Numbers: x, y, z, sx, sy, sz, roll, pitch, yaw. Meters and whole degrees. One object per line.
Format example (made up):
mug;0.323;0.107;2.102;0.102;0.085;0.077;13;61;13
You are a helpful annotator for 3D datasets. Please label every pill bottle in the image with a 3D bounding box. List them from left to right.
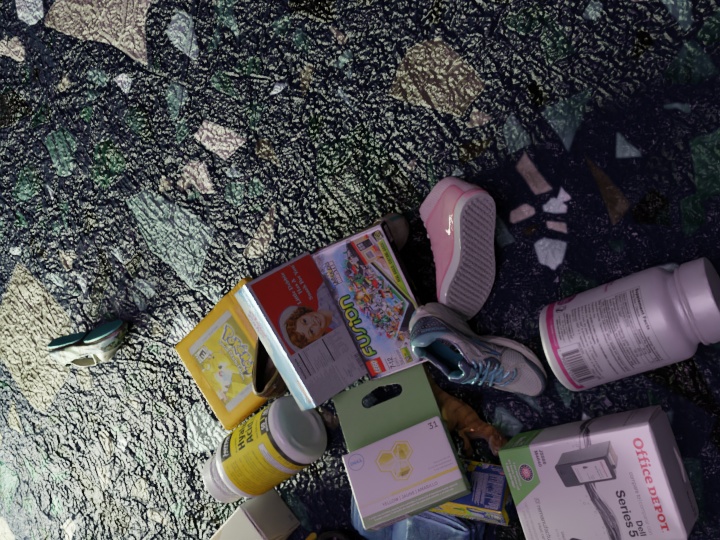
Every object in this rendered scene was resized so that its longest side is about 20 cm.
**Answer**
pill bottle;-0.156;0.288;1.267;0.200;0.111;0.111;-38;77;28
pill bottle;0.325;0.063;0.952;0.200;0.113;0.113;-23;84;30

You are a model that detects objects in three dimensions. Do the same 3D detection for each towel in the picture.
towel;0.077;0.372;1.168;0.200;0.049;0.112;16;115;27

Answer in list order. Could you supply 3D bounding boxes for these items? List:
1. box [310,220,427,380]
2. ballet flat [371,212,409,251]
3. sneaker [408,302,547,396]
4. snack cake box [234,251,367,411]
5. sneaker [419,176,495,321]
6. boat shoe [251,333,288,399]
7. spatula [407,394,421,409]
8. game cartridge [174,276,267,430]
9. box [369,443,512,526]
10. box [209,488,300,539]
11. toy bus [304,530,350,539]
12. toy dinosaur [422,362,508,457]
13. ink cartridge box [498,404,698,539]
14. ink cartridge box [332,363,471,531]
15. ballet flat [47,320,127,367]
box;0.024;0.043;1.118;0.110;0.035;0.200;-23;99;17
ballet flat;0.000;0.000;1.166;0.067;0.062;0.200;38;114;22
sneaker;0.149;0.124;1.052;0.200;0.086;0.078;25;122;-1
snack cake box;-0.081;0.088;1.171;0.200;0.115;0.067;60;153;1
sneaker;0.127;-0.033;1.089;0.105;0.075;0.200;-132;38;-52
boat shoe;-0.118;0.097;1.223;0.072;0.068;0.200;8;86;16
spatula;0.057;0.257;1.177;0.056;0.021;0.200;31;127;23
game cartridge;-0.199;0.138;1.320;0.200;0.032;0.176;-43;74;28
box;0.104;0.292;1.104;0.200;0.070;0.064;6;61;21
box;-0.198;0.456;1.324;0.078;0.095;0.200;48;115;17
toy bus;-0.039;0.496;1.172;0.200;0.192;0.136;11;111;31
toy dinosaur;0.125;0.199;1.133;0.200;0.060;0.106;41;100;32
ink cartridge box;0.296;0.266;1.011;0.200;0.084;0.146;-20;86;31
ink cartridge box;0.046;0.228;1.085;0.145;0.048;0.200;-24;63;8
ballet flat;-0.487;0.140;1.480;0.200;0.074;0.074;-13;90;33
